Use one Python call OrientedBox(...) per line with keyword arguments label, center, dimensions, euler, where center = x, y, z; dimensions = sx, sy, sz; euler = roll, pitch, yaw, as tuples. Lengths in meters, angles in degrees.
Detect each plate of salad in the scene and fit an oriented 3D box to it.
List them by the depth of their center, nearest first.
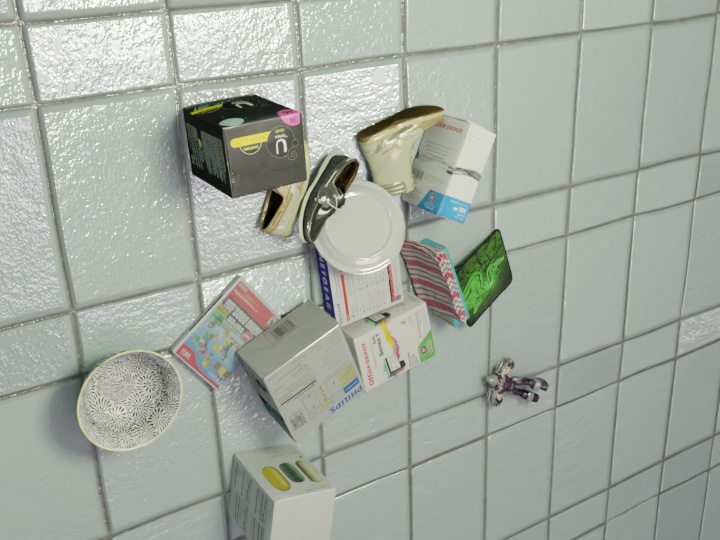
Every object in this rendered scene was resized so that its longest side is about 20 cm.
OrientedBox(label="plate of salad", center=(-0.006, -0.088, 1.751), dimensions=(0.197, 0.048, 0.203), euler=(2, 77, -9))

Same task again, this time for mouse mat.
OrientedBox(label="mouse mat", center=(0.296, 0.017, 2.036), dimensions=(0.200, 0.007, 0.162), euler=(-43, 127, -30))

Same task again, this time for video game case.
OrientedBox(label="video game case", center=(-0.270, 0.127, 1.728), dimensions=(0.200, 0.017, 0.143), euler=(-48, 127, -9))

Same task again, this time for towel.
OrientedBox(label="towel", center=(0.156, 0.024, 1.888), dimensions=(0.030, 0.146, 0.202), euler=(-37, 125, -24))

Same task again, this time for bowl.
OrientedBox(label="bowl", center=(-0.444, 0.226, 1.603), dimensions=(0.199, 0.094, 0.203), euler=(-13, 115, -29))

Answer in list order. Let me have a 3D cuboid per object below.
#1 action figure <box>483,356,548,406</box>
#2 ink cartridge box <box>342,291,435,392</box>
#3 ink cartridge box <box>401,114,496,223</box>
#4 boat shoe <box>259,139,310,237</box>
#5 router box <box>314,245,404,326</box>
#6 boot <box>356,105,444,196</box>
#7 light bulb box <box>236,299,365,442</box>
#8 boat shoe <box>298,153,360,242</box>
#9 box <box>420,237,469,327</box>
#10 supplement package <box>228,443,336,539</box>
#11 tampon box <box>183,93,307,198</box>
OrientedBox(label="action figure", center=(0.388, 0.296, 2.198), dimensions=(0.198, 0.069, 0.131), euler=(17, 105, -33))
OrientedBox(label="ink cartridge box", center=(0.058, 0.160, 1.915), dimensions=(0.198, 0.084, 0.146), euler=(-26, 120, -22))
OrientedBox(label="ink cartridge box", center=(0.185, -0.220, 1.814), dimensions=(0.085, 0.146, 0.202), euler=(16, 99, -35))
OrientedBox(label="boat shoe", center=(-0.150, -0.162, 1.662), dimensions=(0.066, 0.074, 0.203), euler=(1, 107, -39))
OrientedBox(label="router box", center=(0.000, 0.000, 1.837), dimensions=(0.178, 0.049, 0.202), euler=(-20, 118, -26))
OrientedBox(label="boot", center=(0.098, -0.250, 1.793), dimensions=(0.198, 0.072, 0.156), euler=(-25, 119, -16))
OrientedBox(label="light bulb box", center=(-0.121, 0.210, 1.781), dimensions=(0.197, 0.125, 0.202), euler=(-34, 130, -18))
OrientedBox(label="boat shoe", center=(-0.064, -0.143, 1.690), dimensions=(0.202, 0.067, 0.072), euler=(-65, 151, -20))
OrientedBox(label="box", center=(0.184, 0.029, 1.950), dimensions=(0.049, 0.082, 0.202), euler=(-34, 123, -20))
OrientedBox(label="supplement package", center=(-0.170, 0.493, 1.819), dimensions=(0.150, 0.199, 0.153), euler=(-3, 110, -33))
OrientedBox(label="tampon box", center=(-0.208, -0.226, 1.519), dimensions=(0.148, 0.199, 0.128), euler=(-18, 117, -27))
